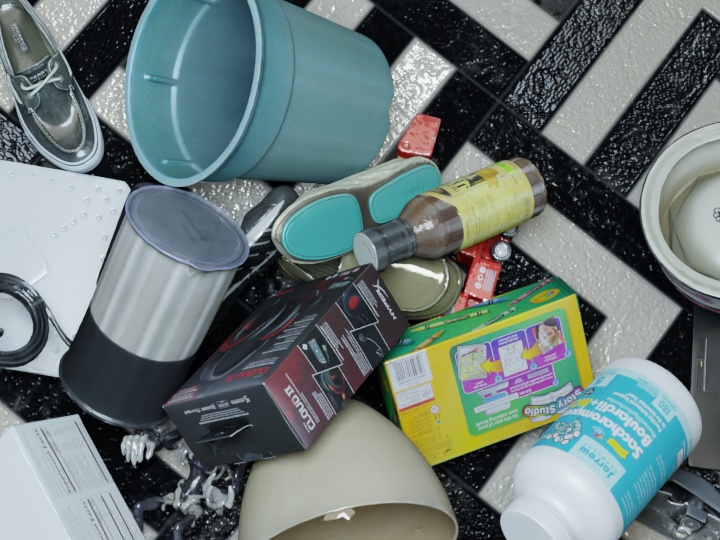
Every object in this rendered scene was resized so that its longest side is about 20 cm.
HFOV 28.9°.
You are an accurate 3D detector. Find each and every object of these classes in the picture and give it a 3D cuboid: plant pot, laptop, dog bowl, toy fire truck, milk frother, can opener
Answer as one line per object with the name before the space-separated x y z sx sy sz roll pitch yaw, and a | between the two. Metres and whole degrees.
plant pot | -0.022 0.196 1.269 0.197 0.201 0.136 -10 57 -5
plant pot | -0.085 -0.166 1.302 0.194 0.199 0.203 7 71 -45
laptop | 0.426 0.107 1.346 0.197 0.103 0.180 7 76 -1
dog bowl | 0.374 -0.044 1.370 0.197 0.074 0.203 -5 62 10
toy fire truck | 0.083 -0.040 1.391 0.139 0.049 0.203 19 77 2
milk frother | -0.233 0.016 1.241 0.198 0.190 0.181 -1 39 -44
can opener | 0.260 0.204 1.350 0.198 0.054 0.067 28 44 4

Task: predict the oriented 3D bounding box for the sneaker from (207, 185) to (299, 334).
sneaker | -0.135 -0.016 1.328 0.200 0.073 0.080 -44 70 21

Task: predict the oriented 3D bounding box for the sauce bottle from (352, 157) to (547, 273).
sauce bottle | 0.084 -0.049 1.306 0.198 0.065 0.065 -23 78 -30

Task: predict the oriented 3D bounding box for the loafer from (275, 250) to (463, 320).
loafer | 0.000 0.000 1.343 0.197 0.067 0.077 10 86 19

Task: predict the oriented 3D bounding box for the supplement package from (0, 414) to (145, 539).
supplement package | -0.312 0.250 1.231 0.199 0.111 0.157 -35 79 17

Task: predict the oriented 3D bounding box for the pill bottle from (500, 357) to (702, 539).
pill bottle | 0.211 0.177 1.252 0.111 0.111 0.200 44 59 7

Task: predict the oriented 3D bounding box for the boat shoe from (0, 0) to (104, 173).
boat shoe | -0.323 -0.189 1.393 0.072 0.071 0.201 -30 81 -10

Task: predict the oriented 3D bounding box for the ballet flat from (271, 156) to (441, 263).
ballet flat | -0.010 -0.057 1.311 0.198 0.062 0.068 -21 113 -32

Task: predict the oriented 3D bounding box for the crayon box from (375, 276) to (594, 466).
crayon box | 0.119 0.098 1.328 0.197 0.058 0.120 -19 111 -8

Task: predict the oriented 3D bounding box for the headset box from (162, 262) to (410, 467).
headset box | -0.070 0.091 1.244 0.076 0.148 0.200 57 48 -16

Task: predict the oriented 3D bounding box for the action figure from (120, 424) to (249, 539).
action figure | -0.162 0.195 1.296 0.117 0.102 0.202 21 78 14

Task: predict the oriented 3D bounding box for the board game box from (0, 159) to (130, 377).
board game box | -0.339 -0.004 1.371 0.197 0.026 0.203 9 76 -1

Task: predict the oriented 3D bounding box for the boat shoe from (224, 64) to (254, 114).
boat shoe | -0.136 -0.180 1.410 0.057 0.067 0.201 35 81 -11
